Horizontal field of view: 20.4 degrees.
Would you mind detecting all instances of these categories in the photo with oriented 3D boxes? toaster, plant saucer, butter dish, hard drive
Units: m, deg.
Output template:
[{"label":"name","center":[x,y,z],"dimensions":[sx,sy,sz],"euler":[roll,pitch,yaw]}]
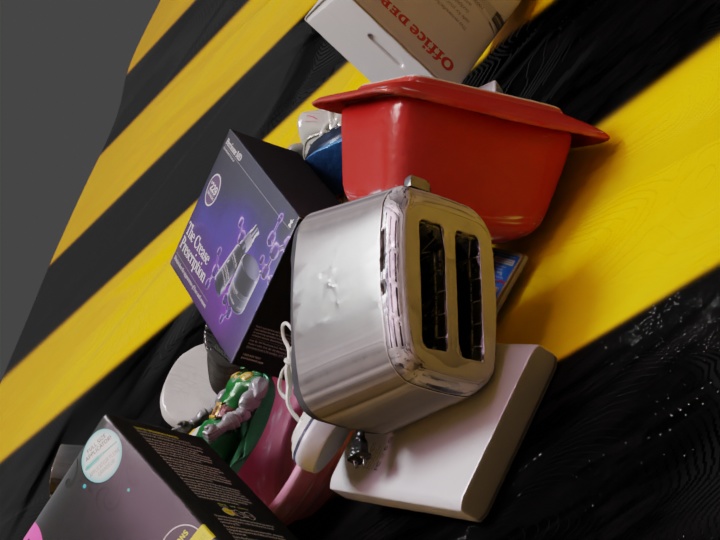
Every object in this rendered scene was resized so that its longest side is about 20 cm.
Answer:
[{"label":"toaster","center":[0.024,0.033,1.465],"dimensions":[0.129,0.113,0.201],"euler":[-25,57,47]},{"label":"plant saucer","center":[-0.047,0.132,1.710],"dimensions":[0.201,0.051,0.201],"euler":[-54,23,36]},{"label":"butter dish","center":[0.067,-0.067,1.592],"dimensions":[0.199,0.199,0.149],"euler":[-179,100,-70]},{"label":"hard drive","center":[0.058,0.115,1.489],"dimensions":[0.200,0.027,0.132],"euler":[-3,58,62]}]

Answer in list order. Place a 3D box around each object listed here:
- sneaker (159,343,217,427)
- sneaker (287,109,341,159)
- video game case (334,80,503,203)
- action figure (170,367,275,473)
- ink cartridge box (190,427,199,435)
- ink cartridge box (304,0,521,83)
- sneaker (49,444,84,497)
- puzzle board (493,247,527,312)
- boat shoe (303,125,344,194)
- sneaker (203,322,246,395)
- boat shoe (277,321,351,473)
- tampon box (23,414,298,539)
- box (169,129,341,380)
[{"label":"sneaker","center":[-0.125,0.101,1.957],"dimensions":[0.200,0.075,0.089],"euler":[-50,-23,-40]},{"label":"sneaker","center":[-0.012,-0.133,2.007],"dimensions":[0.200,0.099,0.078],"euler":[-41,24,44]},{"label":"video game case","center":[0.037,-0.091,1.804],"dimensions":[0.199,0.018,0.144],"euler":[-23,31,19]},{"label":"action figure","center":[-0.126,0.148,1.727],"dimensions":[0.118,0.055,0.201],"euler":[-3,53,61]},{"label":"ink cartridge box","center":[-0.139,0.224,1.811],"dimensions":[0.116,0.067,0.201],"euler":[-46,23,32]},{"label":"ink cartridge box","center":[0.065,-0.266,1.880],"dimensions":[0.200,0.146,0.086],"euler":[-54,13,-28]},{"label":"sneaker","center":[-0.238,0.198,1.965],"dimensions":[0.200,0.106,0.075],"euler":[71,-151,-81]},{"label":"puzzle board","center":[0.064,0.047,1.641],"dimensions":[0.151,0.017,0.200],"euler":[-59,18,-5]},{"label":"boat shoe","center":[0.031,-0.129,1.766],"dimensions":[0.199,0.084,0.069],"euler":[-10,34,33]},{"label":"sneaker","center":[-0.097,0.036,1.880],"dimensions":[0.200,0.076,0.091],"euler":[-57,-12,-40]},{"label":"boat shoe","center":[-0.029,0.072,1.569],"dimensions":[0.075,0.086,0.202],"euler":[109,-171,-45]},{"label":"tampon box","center":[-0.147,0.237,1.565],"dimensions":[0.200,0.126,0.150],"euler":[42,103,36]},{"label":"box","center":[-0.081,-0.015,1.719],"dimensions":[0.142,0.079,0.200],"euler":[-62,30,14]}]
